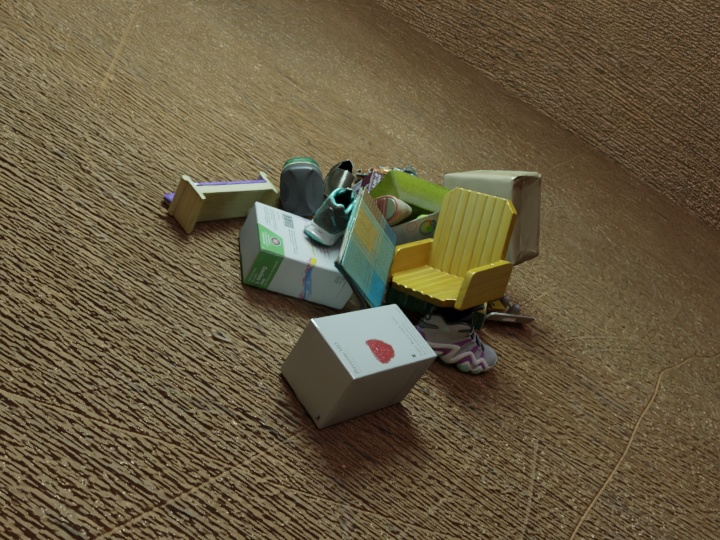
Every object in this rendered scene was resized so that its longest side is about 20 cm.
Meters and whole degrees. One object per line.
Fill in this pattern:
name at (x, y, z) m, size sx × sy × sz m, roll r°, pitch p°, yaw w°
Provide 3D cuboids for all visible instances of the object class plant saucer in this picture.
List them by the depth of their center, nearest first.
plant saucer at (0.099, -0.117, 1.522) m, size 0.198 × 0.200 × 0.048 m, roll 16°, pitch 55°, yaw -26°

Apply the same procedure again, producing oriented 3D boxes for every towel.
towel at (0.013, -0.034, 1.269) m, size 0.147 × 0.022 × 0.201 m, roll 56°, pitch 35°, yaw -36°

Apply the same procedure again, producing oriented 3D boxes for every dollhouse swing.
dollhouse swing at (0.169, -0.050, 1.322) m, size 0.181 × 0.178 × 0.199 m, roll -13°, pitch 25°, yaw -41°

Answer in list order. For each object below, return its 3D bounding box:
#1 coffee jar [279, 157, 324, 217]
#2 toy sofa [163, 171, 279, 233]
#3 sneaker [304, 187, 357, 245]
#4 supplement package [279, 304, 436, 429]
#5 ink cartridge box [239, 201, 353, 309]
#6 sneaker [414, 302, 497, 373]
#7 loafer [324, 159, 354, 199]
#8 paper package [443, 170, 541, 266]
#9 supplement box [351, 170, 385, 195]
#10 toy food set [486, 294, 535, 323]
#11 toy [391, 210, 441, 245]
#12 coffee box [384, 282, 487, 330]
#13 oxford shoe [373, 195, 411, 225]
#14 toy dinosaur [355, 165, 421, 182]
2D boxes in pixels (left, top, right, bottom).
coffee jar at (-0.116, -0.166, 1.396) m, size 0.084 × 0.106 × 0.200 m, roll -3°, pitch 12°, yaw -5°
toy sofa at (-0.258, -0.139, 1.309) m, size 0.199 × 0.083 × 0.098 m, roll -12°, pitch 54°, yaw -50°
sneaker at (-0.030, -0.116, 1.318) m, size 0.077 × 0.092 × 0.200 m, roll 33°, pitch 27°, yaw 3°
supplement package at (-0.001, 0.145, 1.109) m, size 0.199 × 0.120 × 0.122 m, roll -7°, pitch 50°, yaw -47°
ink cartridge box at (-0.111, -0.025, 1.282) m, size 0.198 × 0.084 × 0.145 m, roll 17°, pitch 33°, yaw -25°
sneaker at (0.201, 0.114, 1.320) m, size 0.198 × 0.140 × 0.078 m, roll 15°, pitch 35°, yaw -27°
loafer at (-0.052, -0.196, 1.591) m, size 0.072 × 0.072 × 0.201 m, roll 25°, pitch 31°, yaw -13°
paper package at (0.285, -0.119, 1.533) m, size 0.103 × 0.193 × 0.199 m, roll -12°, pitch 16°, yaw -38°
supplement box at (0.085, -0.150, 1.608) m, size 0.198 × 0.109 × 0.062 m, roll 20°, pitch 69°, yaw -21°
toy food set at (0.294, 0.037, 1.597) m, size 0.142 × 0.061 × 0.201 m, roll 8°, pitch 39°, yaw -37°
toy at (0.146, -0.082, 1.476) m, size 0.198 × 0.116 × 0.047 m, roll -16°, pitch 42°, yaw -1°
coffee box at (0.158, 0.046, 1.418) m, size 0.198 × 0.044 × 0.123 m, roll 17°, pitch 29°, yaw 8°
oxford shoe at (0.014, -0.104, 1.445) m, size 0.073 × 0.198 × 0.072 m, roll 7°, pitch 81°, yaw -52°
toy dinosaur at (0.067, -0.203, 1.670) m, size 0.135 × 0.103 × 0.200 m, roll 11°, pitch 25°, yaw -36°
